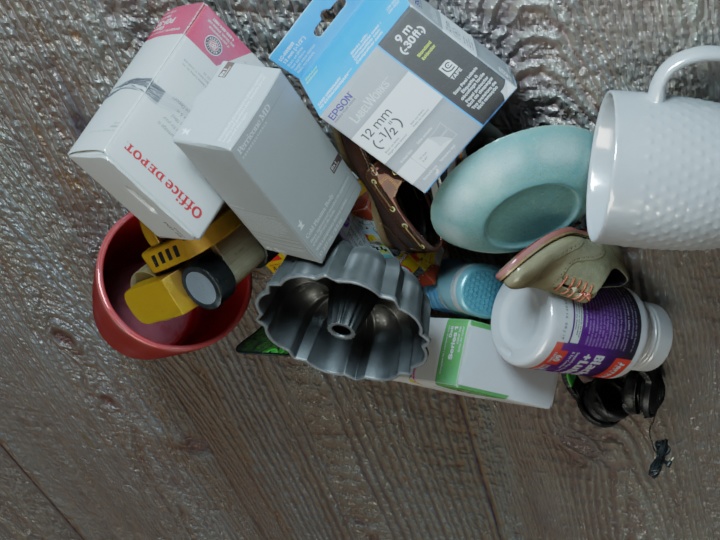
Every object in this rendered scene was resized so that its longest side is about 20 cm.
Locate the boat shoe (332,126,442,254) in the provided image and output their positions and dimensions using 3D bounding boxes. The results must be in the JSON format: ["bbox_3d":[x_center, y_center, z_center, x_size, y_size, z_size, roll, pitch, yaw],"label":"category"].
[{"bbox_3d":[0.036,-0.106,1.342,0.070,0.070,0.200,11,136,49],"label":"boat shoe"}]

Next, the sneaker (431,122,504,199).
[{"bbox_3d":[0.122,-0.096,1.342,0.079,0.079,0.200,6,143,28],"label":"sneaker"}]

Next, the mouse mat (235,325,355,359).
[{"bbox_3d":[-0.046,0.067,1.573,0.161,0.200,0.008,1,112,24],"label":"mouse mat"}]

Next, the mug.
[{"bbox_3d":[0.318,-0.114,1.182,0.175,0.148,0.201,6,116,1],"label":"mug"}]

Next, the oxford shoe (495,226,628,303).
[{"bbox_3d":[0.224,-0.001,1.330,0.070,0.200,0.075,-43,69,43],"label":"oxford shoe"}]

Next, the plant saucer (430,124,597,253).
[{"bbox_3d":[0.173,-0.070,1.303,0.200,0.039,0.201,-12,146,-9],"label":"plant saucer"}]

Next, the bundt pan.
[{"bbox_3d":[-0.012,0.038,1.388,0.201,0.076,0.202,13,146,9],"label":"bundt pan"}]

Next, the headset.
[{"bbox_3d":[0.337,0.172,1.603,0.123,0.094,0.200,-21,118,45],"label":"headset"}]

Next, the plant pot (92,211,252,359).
[{"bbox_3d":[-0.262,0.030,1.627,0.200,0.201,0.177,28,154,-13],"label":"plant pot"}]

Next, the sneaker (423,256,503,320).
[{"bbox_3d":[0.165,0.029,1.516,0.200,0.080,0.130,19,176,-32],"label":"sneaker"}]

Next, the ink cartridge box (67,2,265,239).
[{"bbox_3d":[-0.185,-0.152,1.293,0.083,0.200,0.147,4,147,48],"label":"ink cartridge box"}]

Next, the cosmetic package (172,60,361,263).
[{"bbox_3d":[-0.090,-0.108,1.269,0.090,0.107,0.200,15,157,33],"label":"cosmetic package"}]

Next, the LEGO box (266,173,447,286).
[{"bbox_3d":[-0.020,-0.040,1.491,0.200,0.077,0.149,-12,136,38],"label":"LEGO box"}]

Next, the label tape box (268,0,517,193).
[{"bbox_3d":[0.030,-0.191,1.210,0.200,0.066,0.143,34,114,-19],"label":"label tape box"}]

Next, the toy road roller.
[{"bbox_3d":[-0.203,-0.035,1.446,0.200,0.123,0.146,-19,108,46],"label":"toy road roller"}]

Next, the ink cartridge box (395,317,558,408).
[{"bbox_3d":[0.127,0.110,1.541,0.145,0.084,0.200,15,173,-29],"label":"ink cartridge box"}]

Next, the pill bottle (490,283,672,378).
[{"bbox_3d":[0.259,0.066,1.435,0.200,0.112,0.111,9,154,-31],"label":"pill bottle"}]

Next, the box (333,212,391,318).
[{"bbox_3d":[0.000,0.000,1.433,0.041,0.039,0.200,-3,140,27],"label":"box"}]
